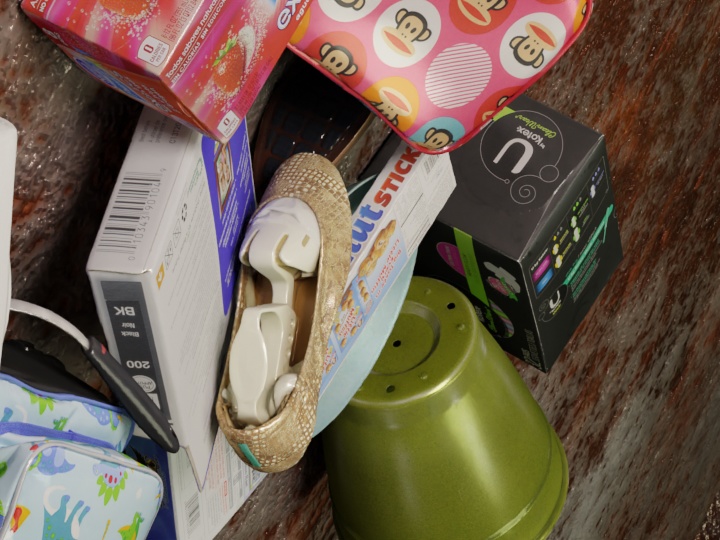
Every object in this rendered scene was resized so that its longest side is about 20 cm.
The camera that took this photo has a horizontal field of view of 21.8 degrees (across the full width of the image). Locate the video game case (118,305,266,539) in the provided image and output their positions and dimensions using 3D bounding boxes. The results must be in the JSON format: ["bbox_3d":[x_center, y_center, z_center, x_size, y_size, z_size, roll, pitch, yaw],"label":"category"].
[{"bbox_3d":[-0.091,0.079,1.287,0.181,0.045,0.201,-46,151,-36],"label":"video game case"}]

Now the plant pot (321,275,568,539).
[{"bbox_3d":[0.049,0.113,1.467,0.201,0.199,0.194,-50,141,-27],"label":"plant pot"}]

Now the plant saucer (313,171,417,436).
[{"bbox_3d":[-0.027,0.020,1.261,0.201,0.038,0.202,-47,151,-36],"label":"plant saucer"}]

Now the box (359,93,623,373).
[{"bbox_3d":[0.107,-0.039,1.446,0.125,0.148,0.200,-54,155,-16],"label":"box"}]

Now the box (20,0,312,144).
[{"bbox_3d":[-0.075,-0.183,0.982,0.201,0.099,0.095,-60,155,-7],"label":"box"}]

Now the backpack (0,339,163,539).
[{"bbox_3d":[-0.213,0.143,0.980,0.201,0.146,0.183,-60,154,0],"label":"backpack"}]

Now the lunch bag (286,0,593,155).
[{"bbox_3d":[0.040,-0.181,1.106,0.176,0.082,0.200,-42,128,14],"label":"lunch bag"}]

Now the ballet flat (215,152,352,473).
[{"bbox_3d":[-0.047,0.018,1.122,0.065,0.070,0.202,37,54,-63],"label":"ballet flat"}]

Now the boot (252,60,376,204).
[{"bbox_3d":[0.000,-0.113,1.244,0.201,0.074,0.097,-61,154,-9],"label":"boot"}]

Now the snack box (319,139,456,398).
[{"bbox_3d":[0.000,0.000,1.215,0.201,0.024,0.072,-57,157,-19],"label":"snack box"}]

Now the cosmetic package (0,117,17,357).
[{"bbox_3d":[-0.261,0.013,0.721,0.200,0.164,0.166,-32,143,-49],"label":"cosmetic package"}]

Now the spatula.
[{"bbox_3d":[-0.158,0.033,0.981,0.021,0.057,0.200,-40,118,7],"label":"spatula"}]

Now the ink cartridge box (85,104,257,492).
[{"bbox_3d":[-0.101,-0.008,1.090,0.201,0.043,0.199,83,15,-48],"label":"ink cartridge box"}]
